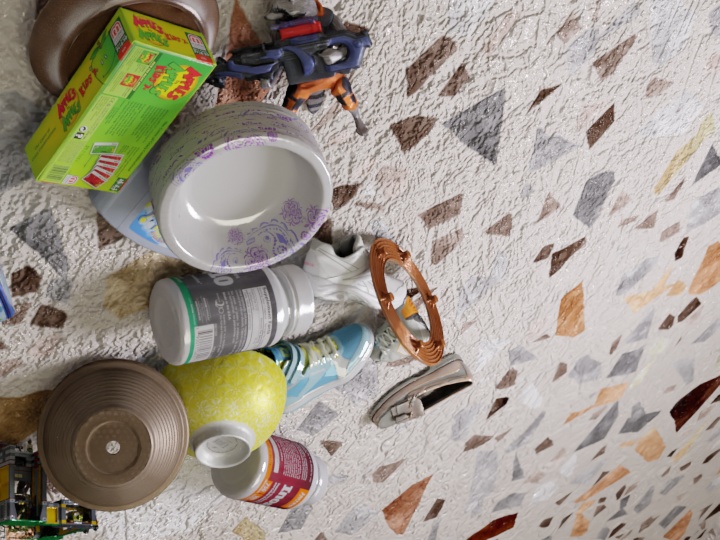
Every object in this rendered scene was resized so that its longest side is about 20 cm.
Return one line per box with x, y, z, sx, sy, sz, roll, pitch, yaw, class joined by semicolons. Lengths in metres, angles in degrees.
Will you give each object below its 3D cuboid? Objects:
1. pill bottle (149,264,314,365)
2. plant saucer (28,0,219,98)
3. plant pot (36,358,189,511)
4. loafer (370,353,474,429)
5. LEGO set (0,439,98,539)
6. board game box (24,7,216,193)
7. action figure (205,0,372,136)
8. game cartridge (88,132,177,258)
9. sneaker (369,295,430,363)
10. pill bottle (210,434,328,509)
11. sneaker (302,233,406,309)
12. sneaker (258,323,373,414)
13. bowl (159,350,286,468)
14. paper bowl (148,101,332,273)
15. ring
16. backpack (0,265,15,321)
-0.169;0.053;1.307;0.198;0.113;0.114;-10;134;-34;pill bottle
-0.232;-0.225;0.998;0.199;0.032;0.201;-21;153;-12;plant saucer
-0.320;0.221;1.280;0.199;0.093;0.203;-1;93;-14;plant pot
0.112;0.226;1.762;0.199;0.063;0.072;-34;144;-7;loafer
-0.456;0.301;1.357;0.199;0.117;0.153;15;148;-43;LEGO set
-0.246;-0.166;1.001;0.101;0.048;0.200;5;139;-49;board game box
-0.083;-0.235;1.131;0.198;0.105;0.195;-3;131;2;action figure
-0.222;-0.083;1.190;0.133;0.041;0.199;-45;143;14;game cartridge
0.054;0.107;1.543;0.091;0.076;0.200;-28;162;-10;sneaker
-0.142;0.329;1.614;0.113;0.113;0.199;-47;142;11;pill bottle
0.000;0.000;1.418;0.199;0.078;0.100;10;96;-46;sneaker
-0.075;0.130;1.495;0.199;0.080;0.131;-37;144;-4;sneaker
-0.198;0.213;1.401;0.198;0.108;0.201;-6;135;-6;bowl
-0.139;-0.102;1.108;0.199;0.105;0.202;-14;140;-12;paper bowl
0.074;0.042;1.435;0.019;0.202;0.200;-27;148;23;ring
-0.432;0.012;0.973;0.146;0.200;0.184;-24;140;-18;backpack
